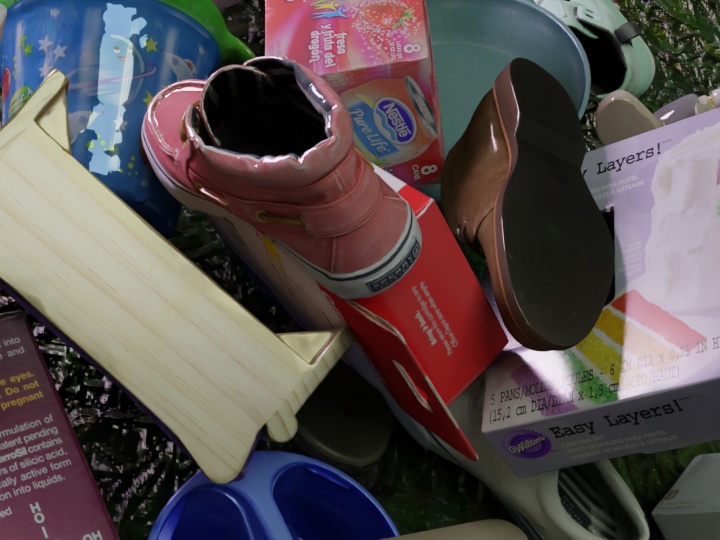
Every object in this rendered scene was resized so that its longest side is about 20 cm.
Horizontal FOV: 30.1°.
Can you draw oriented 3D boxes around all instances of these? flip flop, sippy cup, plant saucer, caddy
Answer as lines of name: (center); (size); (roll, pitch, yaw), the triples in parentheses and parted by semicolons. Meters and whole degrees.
flip flop: (0.004, 0.026, 0.796); (0.081, 0.058, 0.201); (26, 54, -7)
sippy cup: (-0.147, -0.086, 0.761); (0.176, 0.140, 0.132); (-6, 67, 21)
plant saucer: (0.050, -0.107, 0.868); (0.198, 0.036, 0.201); (-6, 49, 7)
caddy: (-0.034, 0.190, 0.652); (0.140, 0.105, 0.201); (-10, 65, -29)

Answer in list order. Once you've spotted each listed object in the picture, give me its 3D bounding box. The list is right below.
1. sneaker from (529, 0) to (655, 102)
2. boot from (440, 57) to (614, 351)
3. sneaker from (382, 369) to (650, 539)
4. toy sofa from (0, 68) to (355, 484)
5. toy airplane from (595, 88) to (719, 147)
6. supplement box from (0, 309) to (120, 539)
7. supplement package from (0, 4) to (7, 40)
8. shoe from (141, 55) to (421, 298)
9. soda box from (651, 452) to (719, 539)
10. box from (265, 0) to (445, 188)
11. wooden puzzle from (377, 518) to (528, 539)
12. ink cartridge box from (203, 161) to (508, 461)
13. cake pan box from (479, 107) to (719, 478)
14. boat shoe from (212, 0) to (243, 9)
sneaker: (0.130, -0.199, 0.948); (0.200, 0.074, 0.118); (46, 19, 5)
boot: (0.083, -0.024, 0.716); (0.073, 0.075, 0.201); (29, 38, -24)
sneaker: (0.090, 0.090, 0.759); (0.200, 0.071, 0.073); (44, 56, -13)
toy sofa: (-0.108, 0.009, 0.647); (0.200, 0.083, 0.098); (41, 77, -7)
toy airplane: (0.243, -0.021, 0.848); (0.197, 0.201, 0.142); (16, 55, 21)
supplement box: (-0.174, 0.143, 0.606); (0.102, 0.131, 0.201); (-16, 69, -32)
supplement package: (-0.253, -0.048, 0.640); (0.109, 0.200, 0.114); (24, 54, -9)
shoe: (-0.055, -0.066, 0.625); (0.071, 0.091, 0.200); (-43, 46, -12)
soda box: (0.267, 0.141, 0.751); (0.064, 0.199, 0.068); (-39, 104, -37)
box: (-0.004, -0.150, 0.826); (0.094, 0.103, 0.201); (-8, 48, 5)
wooden puzzle: (0.078, 0.220, 0.653); (0.185, 0.037, 0.202); (12, 56, -63)
ink cartridge box: (0.000, 0.000, 0.689); (0.067, 0.116, 0.200); (-43, 45, -11)
cake pan box: (0.157, 0.005, 0.703); (0.052, 0.199, 0.185); (50, 36, -35)
boat shoe: (-0.147, -0.195, 0.856); (0.199, 0.066, 0.074); (-27, 74, -33)
